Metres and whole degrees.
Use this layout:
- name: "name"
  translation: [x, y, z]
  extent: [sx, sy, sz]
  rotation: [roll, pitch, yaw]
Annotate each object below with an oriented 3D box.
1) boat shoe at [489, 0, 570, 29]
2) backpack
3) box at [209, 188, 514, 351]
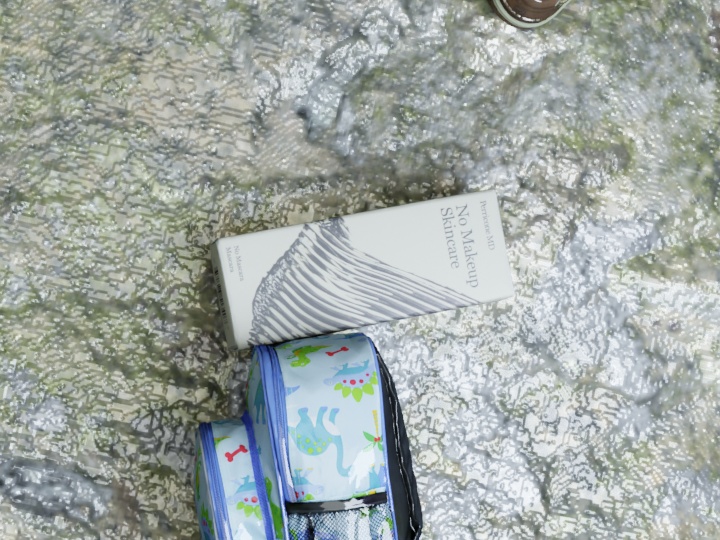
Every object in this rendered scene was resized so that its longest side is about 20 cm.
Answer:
- name: "boat shoe"
  translation: [0.172, -0.258, 1.428]
  extent: [0.075, 0.075, 0.203]
  rotation: [34, 83, -6]
- name: "backpack"
  translation: [-0.036, 0.145, 1.321]
  extent: [0.146, 0.183, 0.201]
  rotation: [-5, 90, -6]
- name: "box"
  translation: [0.000, 0.000, 1.391]
  extent: [0.199, 0.068, 0.083]
  rotation: [-12, 89, -9]
